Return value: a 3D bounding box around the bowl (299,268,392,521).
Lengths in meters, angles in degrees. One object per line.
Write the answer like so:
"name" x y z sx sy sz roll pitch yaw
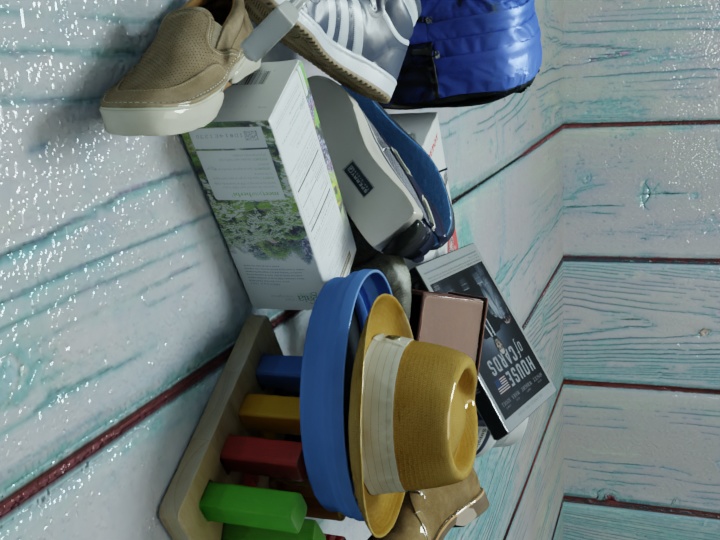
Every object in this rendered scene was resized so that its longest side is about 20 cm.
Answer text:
"bowl" -0.005 0.100 0.752 0.200 0.039 0.205 0 90 -75

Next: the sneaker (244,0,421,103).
"sneaker" -0.021 -0.237 0.790 0.199 0.070 0.110 26 89 -48

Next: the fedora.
"fedora" 0.048 0.113 0.715 0.200 0.080 0.205 0 90 -75

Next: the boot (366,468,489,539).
"boot" 0.041 0.212 0.803 0.199 0.073 0.077 -22 94 -53

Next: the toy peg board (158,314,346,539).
"toy peg board" -0.057 0.180 0.772 0.201 0.096 0.202 -69 153 -42

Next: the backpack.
"backpack" 0.104 -0.271 1.037 0.163 0.197 0.170 -57 143 -54

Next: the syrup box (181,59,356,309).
"syrup box" -0.069 -0.063 0.745 0.202 0.077 0.082 73 27 -42

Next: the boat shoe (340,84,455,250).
"boat shoe" 0.039 -0.108 0.926 0.202 0.083 0.069 62 7 18

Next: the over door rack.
"over door rack" -0.099 -0.197 0.549 0.148 0.066 0.201 45 17 -14

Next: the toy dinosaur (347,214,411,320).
"toy dinosaur" 0.000 0.000 0.866 0.102 0.201 0.077 -45 149 10

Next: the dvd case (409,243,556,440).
"dvd case" 0.138 0.073 1.022 0.150 0.025 0.202 -20 78 -56

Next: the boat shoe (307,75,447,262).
"boat shoe" 0.006 -0.089 0.850 0.092 0.074 0.202 24 33 -61

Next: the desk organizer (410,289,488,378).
"desk organizer" 0.064 0.120 0.905 0.076 0.071 0.204 7 91 -28

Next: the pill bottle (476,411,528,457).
"pill bottle" 0.091 0.156 1.030 0.197 0.110 0.113 8 83 -32

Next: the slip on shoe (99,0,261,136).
"slip on shoe" -0.116 -0.144 0.608 0.201 0.075 0.062 -60 151 -58

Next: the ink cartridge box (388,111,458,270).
"ink cartridge box" 0.052 -0.064 1.077 0.148 0.081 0.202 -65 150 -47
